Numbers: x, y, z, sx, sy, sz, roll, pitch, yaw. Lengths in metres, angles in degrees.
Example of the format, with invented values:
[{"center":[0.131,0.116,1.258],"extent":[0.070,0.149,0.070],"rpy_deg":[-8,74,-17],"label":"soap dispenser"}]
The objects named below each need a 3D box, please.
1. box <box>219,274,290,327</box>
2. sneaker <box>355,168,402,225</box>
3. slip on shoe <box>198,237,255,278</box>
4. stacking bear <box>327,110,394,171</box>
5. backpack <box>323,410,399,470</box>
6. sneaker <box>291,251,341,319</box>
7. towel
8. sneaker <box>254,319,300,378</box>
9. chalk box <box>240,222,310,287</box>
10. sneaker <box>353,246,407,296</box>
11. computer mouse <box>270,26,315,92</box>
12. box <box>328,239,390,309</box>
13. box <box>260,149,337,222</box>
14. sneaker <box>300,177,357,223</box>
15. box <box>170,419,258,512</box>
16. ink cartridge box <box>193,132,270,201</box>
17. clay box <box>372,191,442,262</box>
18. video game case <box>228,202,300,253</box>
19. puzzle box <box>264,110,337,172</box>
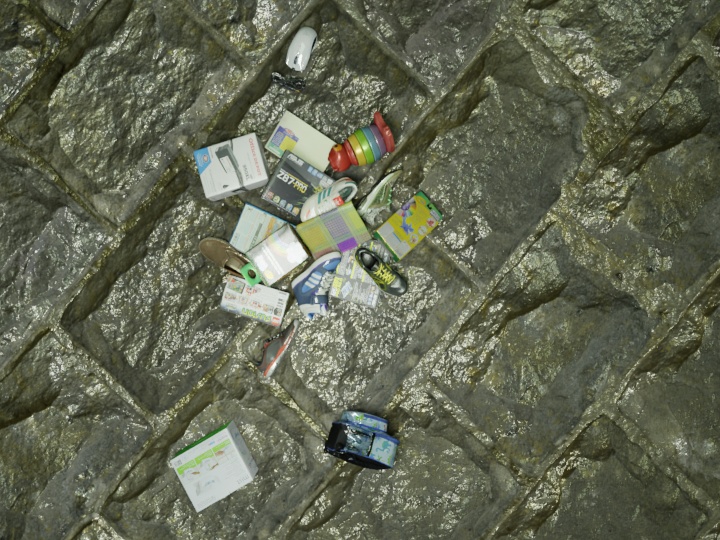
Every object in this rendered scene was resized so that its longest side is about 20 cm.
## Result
[{"center":[-0.324,0.093,1.678],"extent":[0.195,0.035,0.113],"rpy_deg":[18,90,0],"label":"box"},{"center":[0.068,-0.222,1.666],"extent":[0.088,0.077,0.200],"rpy_deg":[41,96,-13],"label":"sneaker"},{"center":[-0.406,-0.034,1.658],"extent":[0.198,0.061,0.077],"rpy_deg":[33,108,-3],"label":"slip on shoe"},{"center":[-0.005,-0.366,1.635],"extent":[0.197,0.114,0.123],"rpy_deg":[-26,54,-1],"label":"stacking bear"},{"center":[0.014,0.499,1.609],"extent":[0.196,0.183,0.150],"rpy_deg":[23,70,-9],"label":"backpack"},{"center":[-0.109,0.056,1.626],"extent":[0.198,0.080,0.149],"rpy_deg":[-35,71,22],"label":"sneaker"},{"center":[-0.081,-0.111,1.608],"extent":[0.196,0.023,0.145],"rpy_deg":[-23,121,17],"label":"towel"},{"center":[-0.258,0.226,1.661],"extent":[0.081,0.077,0.202],"rpy_deg":[32,90,6],"label":"sneaker"},{"center":[-0.258,-0.034,1.614],"extent":[0.198,0.124,0.126],"rpy_deg":[-34,95,-1],"label":"chalk box"},{"center":[0.056,0.007,1.607],"extent":[0.198,0.085,0.075],"rpy_deg":[38,90,0],"label":"sneaker"},{"center":[-0.194,-0.655,1.669],"extent":[0.107,0.044,0.204],"rpy_deg":[21,90,1],"label":"computer mouse"},{"center":[0.000,0.000,1.672],"extent":[0.156,0.044,0.205],"rpy_deg":[14,90,1],"label":"box"},{"center":[-0.178,-0.239,1.639],"extent":[0.198,0.049,0.163],"rpy_deg":[31,91,-18],"label":"box"},{"center":[-0.091,-0.202,1.597],"extent":[0.198,0.093,0.071],"rpy_deg":[-35,110,-6],"label":"sneaker"},{"center":[-0.438,0.590,1.650],"extent":[0.197,0.097,0.179],"rpy_deg":[-30,91,0],"label":"box"},{"center":[-0.384,-0.312,1.651],"extent":[0.195,0.084,0.148],"rpy_deg":[-17,91,0],"label":"ink cartridge box"},{"center":[0.146,-0.134,1.650],"extent":[0.199,0.048,0.115],"rpy_deg":[-42,91,-19],"label":"clay box"},{"center":[-0.292,-0.101,1.686],"extent":[0.196,0.018,0.146],"rpy_deg":[24,90,0],"label":"video game case"},{"center":[-0.179,-0.380,1.679],"extent":[0.198,0.025,0.135],"rpy_deg":[33,92,0],"label":"puzzle box"}]
